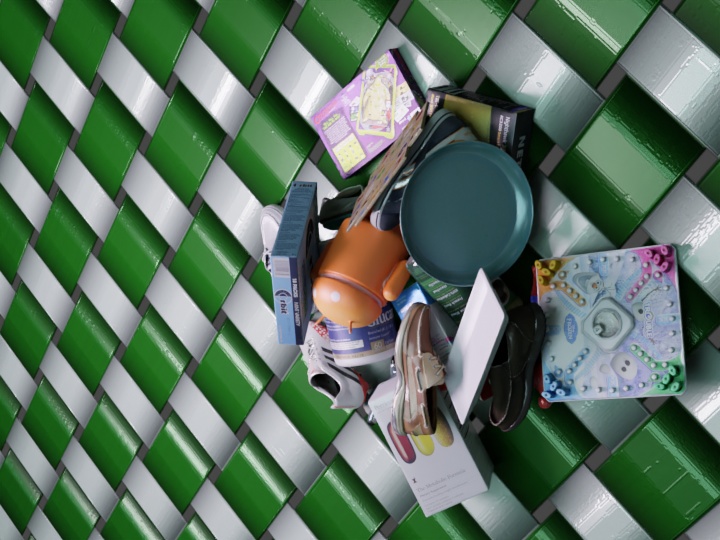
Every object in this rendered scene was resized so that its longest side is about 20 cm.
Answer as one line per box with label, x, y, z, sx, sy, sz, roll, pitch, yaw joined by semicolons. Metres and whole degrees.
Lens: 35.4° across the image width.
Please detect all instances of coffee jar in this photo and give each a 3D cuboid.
coffee jar;0.162;0.033;1.646;0.085;0.104;0.200;-31;102;42

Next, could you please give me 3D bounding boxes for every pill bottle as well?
pill bottle;-0.008;0.045;1.819;0.111;0.111;0.201;-6;100;41

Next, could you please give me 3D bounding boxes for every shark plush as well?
shark plush;0.057;0.175;1.840;0.083;0.090;0.201;-116;34;-47

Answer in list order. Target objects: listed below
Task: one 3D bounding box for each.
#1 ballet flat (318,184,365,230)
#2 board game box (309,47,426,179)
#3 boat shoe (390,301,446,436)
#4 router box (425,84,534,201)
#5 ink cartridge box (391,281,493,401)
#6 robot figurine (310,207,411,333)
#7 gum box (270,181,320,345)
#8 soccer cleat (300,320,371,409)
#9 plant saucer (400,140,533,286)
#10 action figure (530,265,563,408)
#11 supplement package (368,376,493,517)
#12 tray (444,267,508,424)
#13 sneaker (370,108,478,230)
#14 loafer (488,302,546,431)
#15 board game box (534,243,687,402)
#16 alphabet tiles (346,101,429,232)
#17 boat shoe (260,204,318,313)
ballet flat;0.012;-0.109;1.789;0.199;0.067;0.064;-8;68;39
board game box;0.014;-0.242;1.765;0.200;0.032;0.120;-34;85;41
boat shoe;0.091;0.145;1.639;0.071;0.076;0.201;8;104;22
router box;0.162;-0.155;1.650;0.157;0.052;0.201;21;116;34
ink cartridge box;0.145;0.103;1.704;0.067;0.116;0.201;-35;80;41
robot figurine;0.001;0.000;1.699;0.143;0.201;0.117;25;166;3
gum box;-0.098;-0.014;1.753;0.044;0.201;0.171;3;128;7
soccer cleat;-0.064;0.158;1.908;0.200;0.085;0.069;51;131;31
plant saucer;0.145;-0.079;1.564;0.027;0.199;0.202;-154;55;-71
action figure;0.285;0.100;1.629;0.065;0.099;0.202;0;82;43
supplement package;0.110;0.255;1.746;0.113;0.110;0.201;-27;94;14
tray;0.162;0.106;1.565;0.108;0.022;0.201;-111;30;-50
sneaker;0.092;-0.127;1.609;0.079;0.078;0.201;40;110;21
loafer;0.204;0.134;1.586;0.073;0.071;0.201;-116;31;-63
board game box;0.334;0.073;1.532;0.199;0.026;0.202;-7;80;30
alphabet tiles;0.039;-0.150;1.632;0.006;0.167;0.200;32;121;-9
boat shoe;-0.133;-0.014;1.935;0.072;0.068;0.201;-15;94;42
